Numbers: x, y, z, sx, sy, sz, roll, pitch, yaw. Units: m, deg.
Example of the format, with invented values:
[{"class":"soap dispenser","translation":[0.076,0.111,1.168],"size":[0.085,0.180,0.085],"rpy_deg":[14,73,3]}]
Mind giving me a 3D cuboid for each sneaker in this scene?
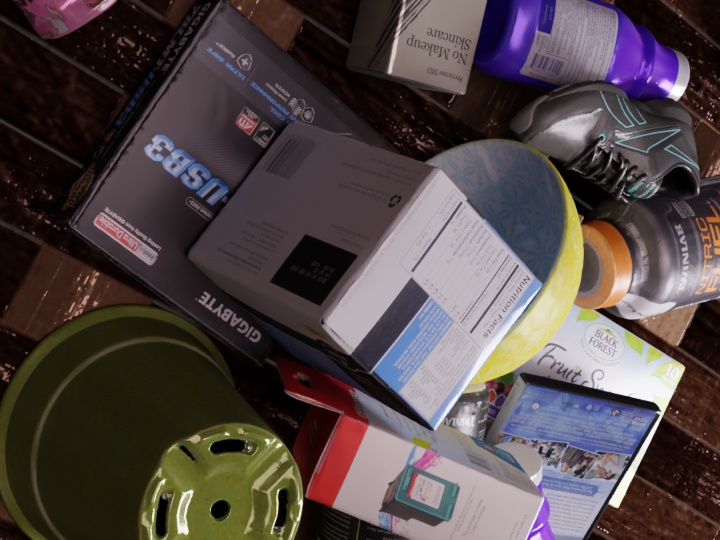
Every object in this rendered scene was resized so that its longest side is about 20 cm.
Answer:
[{"class":"sneaker","translation":[0.204,-0.100,1.284],"size":[0.199,0.075,0.080],"rpy_deg":[1,64,-38]}]

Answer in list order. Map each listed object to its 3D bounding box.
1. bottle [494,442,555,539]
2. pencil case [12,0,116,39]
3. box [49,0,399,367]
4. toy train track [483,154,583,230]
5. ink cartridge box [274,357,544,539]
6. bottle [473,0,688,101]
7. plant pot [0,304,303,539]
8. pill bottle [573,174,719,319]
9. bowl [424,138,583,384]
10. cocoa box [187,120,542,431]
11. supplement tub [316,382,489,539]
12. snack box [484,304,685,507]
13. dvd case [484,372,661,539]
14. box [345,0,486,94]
[{"class":"bottle","translation":[0.119,0.234,1.333],"size":[0.083,0.065,0.202],"rpy_deg":[-5,124,-8]},{"class":"pencil case","translation":[-0.234,-0.247,1.054],"size":[0.200,0.086,0.083],"rpy_deg":[52,41,-29]},{"class":"box","translation":[-0.096,-0.064,1.197],"size":[0.200,0.050,0.199],"rpy_deg":[39,79,-31]},{"class":"toy train track","translation":[0.111,-0.018,1.331],"size":[0.114,0.033,0.201],"rpy_deg":[24,96,6]},{"class":"ink cartridge box","translation":[0.021,0.138,1.152],"size":[0.199,0.116,0.068],"rpy_deg":[24,96,-10]},{"class":"bottle","translation":[0.182,-0.181,1.318],"size":[0.199,0.065,0.084],"rpy_deg":[11,96,-33]},{"class":"plant pot","translation":[-0.135,0.140,1.133],"size":[0.198,0.190,0.202],"rpy_deg":[-7,103,-29]},{"class":"pill bottle","translation":[0.258,-0.018,1.371],"size":[0.199,0.106,0.107],"rpy_deg":[-12,107,-36]},{"class":"bowl","translation":[0.098,0.011,1.252],"size":[0.108,0.199,0.201],"rpy_deg":[40,80,-42]},{"class":"cocoa box","translation":[0.000,0.000,1.122],"size":[0.134,0.200,0.131],"rpy_deg":[-52,123,-10]},{"class":"supplement tub","translation":[0.030,0.178,1.281],"size":[0.122,0.122,0.202],"rpy_deg":[4,99,-31]},{"class":"snack box","translation":[0.174,0.102,1.392],"size":[0.199,0.053,0.143],"rpy_deg":[29,85,-33]},{"class":"dvd case","translation":[0.152,0.182,1.363],"size":[0.142,0.018,0.201],"rpy_deg":[13,116,-27]},{"class":"box","translation":[0.056,-0.242,1.235],"size":[0.082,0.068,0.202],"rpy_deg":[9,96,-32]}]
